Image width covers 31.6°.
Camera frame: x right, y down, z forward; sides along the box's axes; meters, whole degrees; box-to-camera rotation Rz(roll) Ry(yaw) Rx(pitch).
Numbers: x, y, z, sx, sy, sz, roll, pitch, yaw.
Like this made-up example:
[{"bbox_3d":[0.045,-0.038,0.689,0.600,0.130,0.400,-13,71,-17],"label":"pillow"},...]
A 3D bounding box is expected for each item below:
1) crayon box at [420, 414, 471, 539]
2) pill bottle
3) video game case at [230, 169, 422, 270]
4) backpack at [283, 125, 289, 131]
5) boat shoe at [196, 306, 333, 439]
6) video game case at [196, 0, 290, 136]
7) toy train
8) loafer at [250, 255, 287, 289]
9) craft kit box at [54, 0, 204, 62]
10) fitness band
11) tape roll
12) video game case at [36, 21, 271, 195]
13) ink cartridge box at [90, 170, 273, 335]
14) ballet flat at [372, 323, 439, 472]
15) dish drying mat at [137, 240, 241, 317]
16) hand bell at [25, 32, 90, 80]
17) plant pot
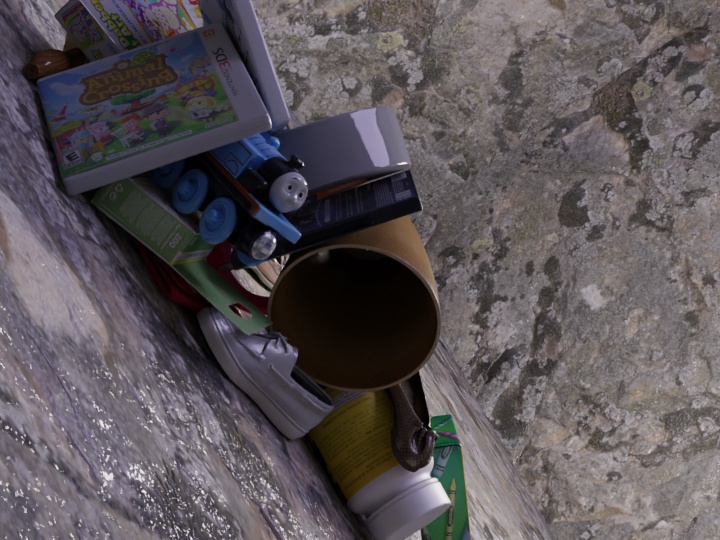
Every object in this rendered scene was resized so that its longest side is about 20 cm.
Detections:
[{"bbox_3d":[0.099,0.291,1.548,0.119,0.058,0.202,-96,179,-80],"label":"crayon box"},{"bbox_3d":[0.012,0.202,1.441,0.201,0.114,0.114,59,6,19],"label":"pill bottle"},{"bbox_3d":[-0.035,-0.055,1.328,0.143,0.198,0.019,-95,166,-75],"label":"video game case"},{"bbox_3d":[-0.153,-0.111,1.580,0.191,0.154,0.200,51,19,3],"label":"backpack"},{"bbox_3d":[-0.095,0.099,1.327,0.201,0.068,0.072,54,6,-30],"label":"boat shoe"},{"bbox_3d":[-0.128,-0.230,1.329,0.182,0.022,0.202,156,-85,-76],"label":"video game case"},{"bbox_3d":[-0.124,-0.092,1.233,0.086,0.115,0.200,31,10,-48],"label":"toy train"},{"bbox_3d":[-0.129,-0.026,1.747,0.072,0.063,0.200,58,6,25],"label":"loafer"},{"bbox_3d":[-0.215,-0.240,1.406,0.200,0.048,0.198,51,34,-11],"label":"craft kit box"},{"bbox_3d":[-0.116,-0.050,1.447,0.143,0.037,0.202,1,75,-44],"label":"fitness band"},{"bbox_3d":[-0.047,-0.113,1.370,0.200,0.198,0.067,-9,82,-84],"label":"tape roll"},{"bbox_3d":[-0.203,-0.161,1.227,0.183,0.198,0.022,-118,-168,-46],"label":"video game case"},{"bbox_3d":[-0.162,-0.022,1.269,0.199,0.048,0.146,39,6,3],"label":"ink cartridge box"},{"bbox_3d":[0.053,0.132,1.416,0.067,0.046,0.201,29,35,-32],"label":"ballet flat"},{"bbox_3d":[-0.175,0.018,1.345,0.077,0.018,0.200,55,5,21],"label":"dish drying mat"},{"bbox_3d":[-0.308,-0.228,1.360,0.105,0.104,0.200,56,18,-6],"label":"hand bell"},{"bbox_3d":[0.000,0.000,1.417,0.187,0.185,0.201,54,22,-25],"label":"plant pot"}]
